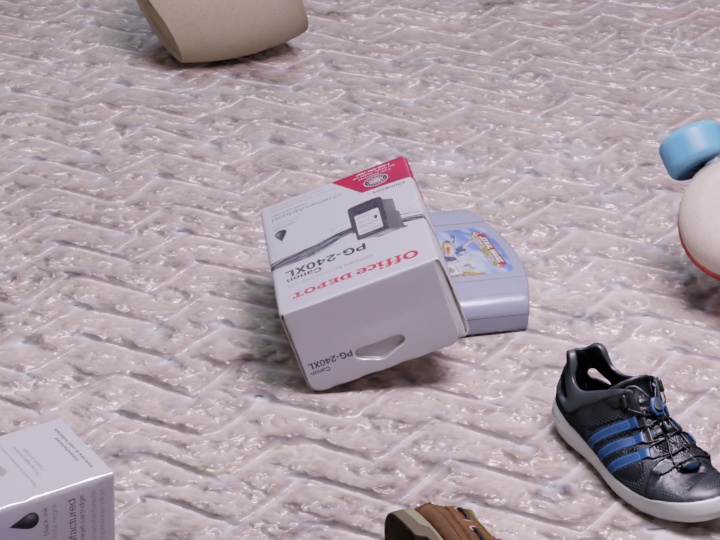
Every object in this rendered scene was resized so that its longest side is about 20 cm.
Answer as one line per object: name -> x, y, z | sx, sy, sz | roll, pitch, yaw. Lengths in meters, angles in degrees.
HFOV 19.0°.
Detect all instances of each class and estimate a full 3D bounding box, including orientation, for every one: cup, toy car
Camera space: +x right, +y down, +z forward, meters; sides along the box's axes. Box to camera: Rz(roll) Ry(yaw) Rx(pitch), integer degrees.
cup -> -0.173, -0.318, 2.444 | 0.143, 0.201, 0.200 | -34, 36, -10
toy car -> 0.379, -0.041, 1.976 | 0.175, 0.186, 0.200 | -23, -17, 4

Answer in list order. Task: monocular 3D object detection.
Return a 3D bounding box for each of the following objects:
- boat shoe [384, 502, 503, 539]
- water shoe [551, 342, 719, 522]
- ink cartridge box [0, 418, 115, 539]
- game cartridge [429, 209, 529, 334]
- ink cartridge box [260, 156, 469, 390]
boat shoe -> 0.085, 0.214, 1.486 | 0.067, 0.073, 0.200 | -10, 29, -21
water shoe -> 0.214, 0.124, 1.668 | 0.071, 0.080, 0.200 | -15, 31, -30
ink cartridge box -> -0.264, 0.201, 1.406 | 0.199, 0.148, 0.083 | -17, 34, -31
game cartridge -> 0.077, -0.001, 1.963 | 0.132, 0.042, 0.200 | -10, 28, -13
ink cartridge box -> 0.000, 0.000, 1.850 | 0.144, 0.084, 0.200 | -20, 29, 3
